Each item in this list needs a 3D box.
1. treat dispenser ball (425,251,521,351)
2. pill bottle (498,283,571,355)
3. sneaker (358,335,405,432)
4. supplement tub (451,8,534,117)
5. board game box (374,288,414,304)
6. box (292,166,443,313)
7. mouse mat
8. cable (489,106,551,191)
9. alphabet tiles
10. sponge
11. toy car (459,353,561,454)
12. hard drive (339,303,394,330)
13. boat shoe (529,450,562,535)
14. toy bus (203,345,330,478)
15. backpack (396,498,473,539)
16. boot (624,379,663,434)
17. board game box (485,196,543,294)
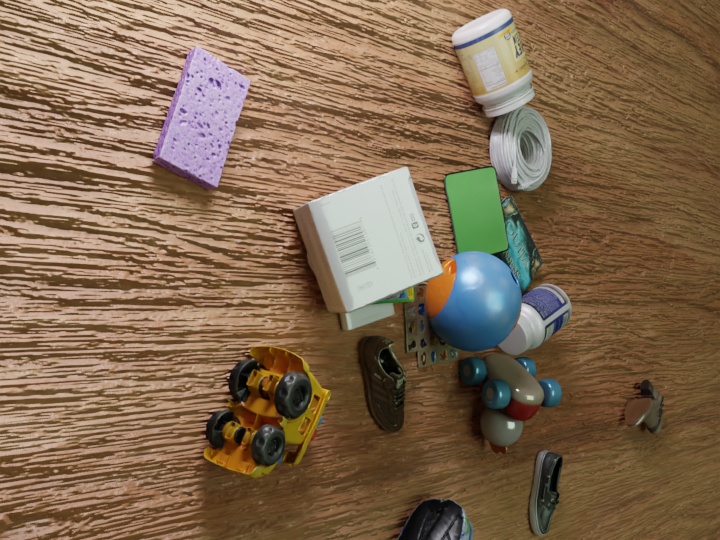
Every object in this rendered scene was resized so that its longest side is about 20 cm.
[{"bbox_3d":[0.230,0.063,1.472,0.199,0.199,0.205,4,84,-43],"label":"treat dispenser ball"},{"bbox_3d":[0.404,0.117,1.701,0.199,0.115,0.118,-25,104,-42],"label":"pill bottle"},{"bbox_3d":[0.053,0.223,1.387,0.070,0.075,0.203,-29,106,-40],"label":"sneaker"},{"bbox_3d":[0.303,-0.466,1.628,0.144,0.143,0.202,-43,115,-36],"label":"supplement tub"},{"bbox_3d":[0.047,-0.038,1.396,0.133,0.029,0.204,-2,89,-43],"label":"board game box"},{"bbox_3d":[0.012,-0.051,1.273,0.197,0.130,0.202,-21,95,-17],"label":"box"},{"bbox_3d":[0.265,-0.130,1.636,0.159,0.007,0.204,-13,94,-31],"label":"mouse mat"},{"bbox_3d":[0.393,-0.294,1.753,0.198,0.069,0.204,-9,93,-44],"label":"cable"},{"bbox_3d":[0.163,0.116,1.547,0.198,0.006,0.170,-2,89,-44],"label":"alphabet tiles"},{"bbox_3d":[-0.253,-0.244,1.160,0.111,0.030,0.203,27,68,-39],"label":"sponge"},{"bbox_3d":[0.310,0.308,1.603,0.182,0.177,0.203,4,113,-30],"label":"toy car"},{"bbox_3d":[0.000,0.000,1.386,0.131,0.026,0.204,-15,97,-43],"label":"hard drive"},{"bbox_3d":[0.456,0.545,1.760,0.068,0.056,0.204,18,75,-41],"label":"boat shoe"},{"bbox_3d":[-0.136,0.254,1.184,0.192,0.134,0.202,51,56,-47],"label":"toy bus"},{"bbox_3d":[0.144,0.548,1.409,0.154,0.161,0.202,46,51,-41],"label":"backpack"},{"bbox_3d":[0.852,0.431,2.138,0.200,0.070,0.147,-49,121,-34],"label":"boot"},{"bbox_3d":[0.368,-0.057,1.739,0.136,0.028,0.201,-49,119,-33],"label":"board game box"}]
